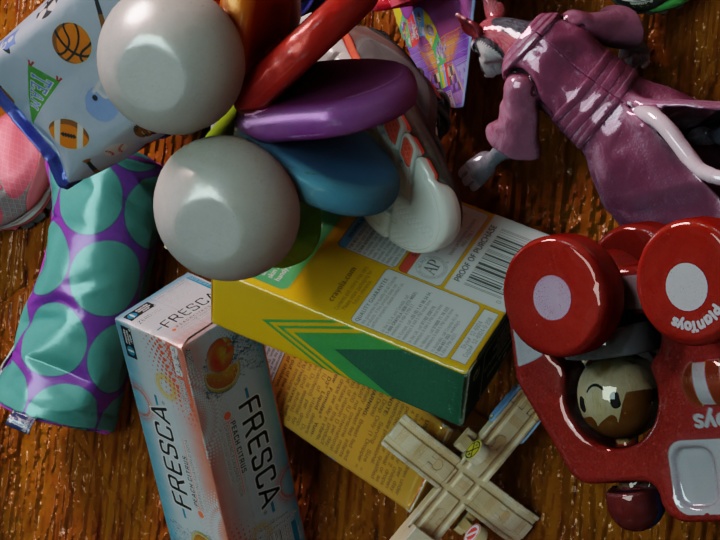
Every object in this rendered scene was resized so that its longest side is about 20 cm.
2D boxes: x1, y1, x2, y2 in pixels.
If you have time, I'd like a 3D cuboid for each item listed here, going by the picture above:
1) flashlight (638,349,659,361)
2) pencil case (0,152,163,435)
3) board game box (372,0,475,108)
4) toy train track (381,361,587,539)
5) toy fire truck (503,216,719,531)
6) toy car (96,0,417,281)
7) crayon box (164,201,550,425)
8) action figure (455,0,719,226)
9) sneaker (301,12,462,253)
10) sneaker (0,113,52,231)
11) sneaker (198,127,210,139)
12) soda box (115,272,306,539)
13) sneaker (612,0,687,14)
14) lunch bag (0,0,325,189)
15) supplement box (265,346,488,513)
[{"bbox_3d":[0.228,0.019,1.437,0.200,0.068,0.068,-16,111,38],"label":"flashlight"},{"bbox_3d":[-0.190,0.011,1.724,0.092,0.085,0.200,15,95,7],"label":"pencil case"},{"bbox_3d":[0.024,-0.195,1.540,0.200,0.039,0.158,95,157,-45],"label":"board game box"},{"bbox_3d":[0.091,0.098,1.510,0.200,0.115,0.033,-51,23,3],"label":"toy train track"},{"bbox_3d":[0.171,0.056,1.366,0.200,0.112,0.168,-7,91,36],"label":"toy fire truck"},{"bbox_3d":[-0.044,-0.101,1.417,0.150,0.175,0.200,-14,108,19],"label":"toy car"},{"bbox_3d":[0.000,0.000,1.509,0.200,0.126,0.052,22,139,17],"label":"crayon box"},{"bbox_3d":[0.135,-0.089,1.450,0.200,0.149,0.134,36,82,3],"label":"action figure"},{"bbox_3d":[0.028,-0.090,1.517,0.200,0.082,0.077,60,143,39],"label":"sneaker"},{"bbox_3d":[-0.290,-0.051,1.801,0.200,0.087,0.074,-34,68,29],"label":"sneaker"},{"bbox_3d":[-0.033,-0.059,1.626,0.200,0.070,0.100,22,97,35],"label":"sneaker"},{"bbox_3d":[-0.091,0.106,1.595,0.068,0.064,0.200,22,133,42],"label":"soda box"},{"bbox_3d":[0.194,-0.241,1.466,0.078,0.085,0.200,37,108,32],"label":"sneaker"},{"bbox_3d":[-0.120,-0.157,1.630,0.170,0.200,0.124,-31,99,29],"label":"lunch bag"},{"bbox_3d":[-0.010,0.078,1.600,0.200,0.066,0.069,30,104,34],"label":"supplement box"}]
